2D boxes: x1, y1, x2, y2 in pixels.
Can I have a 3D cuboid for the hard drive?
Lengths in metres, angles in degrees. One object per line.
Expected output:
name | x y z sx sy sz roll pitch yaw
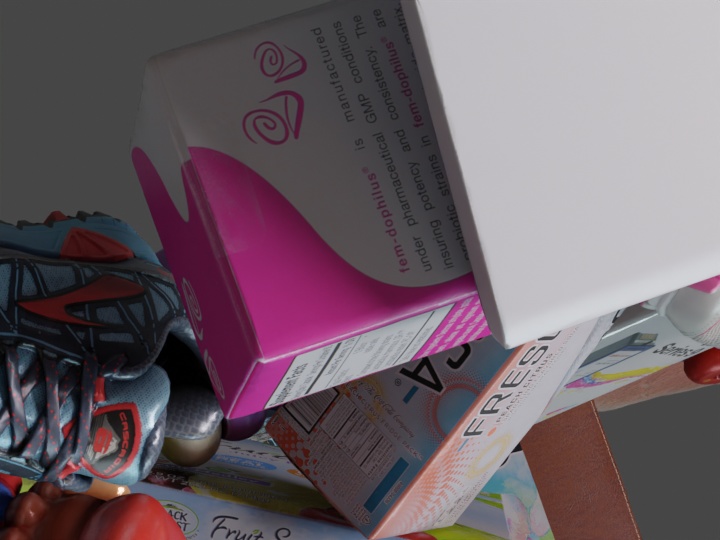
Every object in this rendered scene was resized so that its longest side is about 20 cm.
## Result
hard drive | 0.116 -0.071 0.833 0.200 0.132 0.025 -19 -159 -8

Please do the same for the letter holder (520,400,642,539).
letter holder | 0.079 0.176 1.945 0.200 0.142 0.101 -12 167 -38

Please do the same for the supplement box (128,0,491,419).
supplement box | 0.037 -0.037 0.910 0.200 0.101 0.103 -17 170 -13

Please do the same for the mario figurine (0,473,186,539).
mario figurine | -0.149 0.104 1.007 0.200 0.124 0.106 24 -178 -2

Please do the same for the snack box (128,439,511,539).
snack box | -0.026 0.115 1.169 0.168 0.068 0.200 12 -178 0

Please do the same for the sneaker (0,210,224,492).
sneaker | -0.106 0.030 0.952 0.200 0.095 0.079 -13 136 -57

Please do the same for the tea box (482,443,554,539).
tea box | -0.001 0.172 1.628 0.133 0.197 0.200 -12 166 -39

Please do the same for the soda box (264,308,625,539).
soda box | 0.054 0.006 1.048 0.200 0.064 0.068 -53 157 20

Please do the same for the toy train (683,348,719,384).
toy train | 0.141 0.014 1.440 0.116 0.085 0.200 5 155 -43

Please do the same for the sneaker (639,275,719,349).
sneaker | 0.178 0.008 1.106 0.081 0.088 0.200 -55 156 16

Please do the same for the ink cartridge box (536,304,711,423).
ink cartridge box | 0.084 0.010 1.274 0.200 0.088 0.145 -26 167 18

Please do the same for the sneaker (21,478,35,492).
sneaker | -0.158 0.057 1.152 0.105 0.076 0.200 -1 168 -3

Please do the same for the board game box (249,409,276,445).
board game box | -0.091 0.081 1.444 0.200 0.035 0.135 -12 167 -38

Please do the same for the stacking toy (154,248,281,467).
stacking toy | 0.000 0.000 1.123 0.200 0.085 0.085 -24 171 -16
